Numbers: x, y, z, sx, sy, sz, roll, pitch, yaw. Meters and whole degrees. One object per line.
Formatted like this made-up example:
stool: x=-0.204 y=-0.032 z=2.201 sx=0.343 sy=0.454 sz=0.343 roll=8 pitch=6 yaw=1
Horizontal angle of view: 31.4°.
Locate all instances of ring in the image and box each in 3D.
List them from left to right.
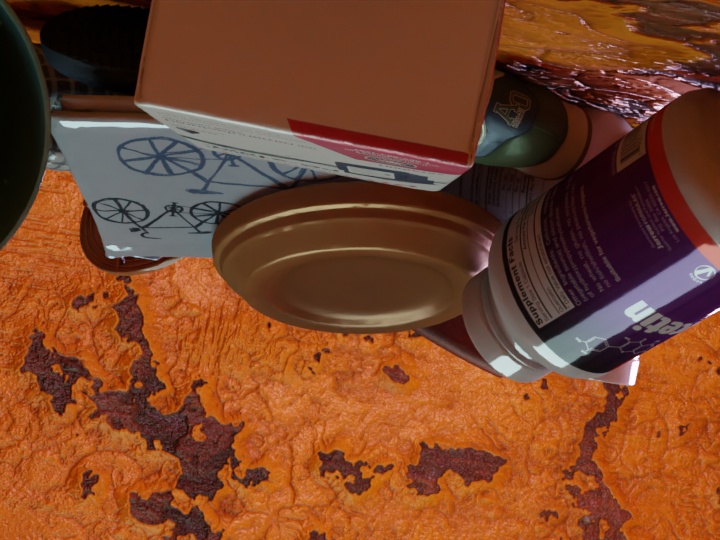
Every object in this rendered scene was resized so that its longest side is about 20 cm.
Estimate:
ring: x=-0.145 y=-0.082 z=1.005 sx=0.200 sy=0.201 sz=0.019 roll=11 pitch=153 yaw=46

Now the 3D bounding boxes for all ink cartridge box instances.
ink cartridge box: x=-0.016 y=-0.094 z=0.616 sx=0.144 sy=0.085 sz=0.200 roll=11 pitch=-179 yaw=0

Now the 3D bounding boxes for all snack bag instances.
snack bag: x=-0.084 y=-0.052 z=0.806 sx=0.187 sy=0.022 sz=0.200 roll=1 pitch=157 yaw=0

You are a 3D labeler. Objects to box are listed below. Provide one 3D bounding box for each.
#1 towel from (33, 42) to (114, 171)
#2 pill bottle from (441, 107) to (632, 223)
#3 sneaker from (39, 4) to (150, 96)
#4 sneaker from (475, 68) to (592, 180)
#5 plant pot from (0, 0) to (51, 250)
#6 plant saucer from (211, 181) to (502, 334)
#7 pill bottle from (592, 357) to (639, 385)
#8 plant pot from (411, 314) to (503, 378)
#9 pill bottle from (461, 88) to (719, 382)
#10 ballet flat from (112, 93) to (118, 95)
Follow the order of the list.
towel: x=-0.208 y=-0.131 z=0.952 sx=0.165 sy=0.086 sz=0.200 roll=-1 pitch=-162 yaw=-41
pill bottle: x=0.125 y=-0.058 z=0.886 sx=0.199 sy=0.114 sz=0.113 roll=12 pitch=-178 yaw=34
sneaker: x=-0.100 y=-0.106 z=0.790 sx=0.199 sy=0.082 sz=0.070 roll=12 pitch=-135 yaw=0
sneaker: x=0.043 y=-0.101 z=0.803 sx=0.090 sy=0.068 sz=0.200 roll=20 pitch=174 yaw=-42
plant pot: x=-0.283 y=-0.097 z=0.719 sx=0.199 sy=0.202 sz=0.161 roll=10 pitch=-168 yaw=-22
plant saucer: x=0.000 y=0.000 z=0.851 sx=0.199 sy=0.038 sz=0.200 roll=-1 pitch=157 yaw=0
pill bottle: x=0.234 y=0.001 z=1.197 sx=0.111 sy=0.201 sz=0.111 roll=10 pitch=-179 yaw=0
plant pot: x=0.056 y=-0.042 z=1.080 sx=0.175 sy=0.201 sz=0.200 roll=20 pitch=180 yaw=-5
pill bottle: x=0.153 y=-0.009 z=0.746 sx=0.112 sy=0.113 sz=0.200 roll=10 pitch=146 yaw=-39
ballet flat: x=-0.108 y=-0.055 z=0.881 sx=0.200 sy=0.075 sz=0.068 roll=29 pitch=-156 yaw=-41
